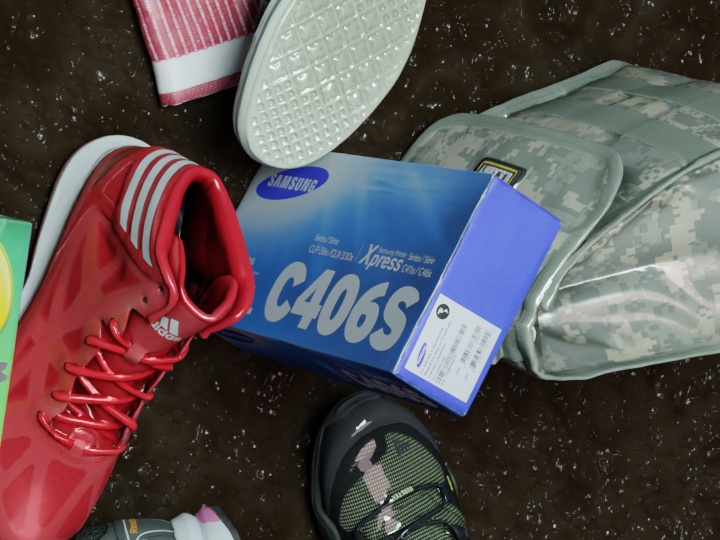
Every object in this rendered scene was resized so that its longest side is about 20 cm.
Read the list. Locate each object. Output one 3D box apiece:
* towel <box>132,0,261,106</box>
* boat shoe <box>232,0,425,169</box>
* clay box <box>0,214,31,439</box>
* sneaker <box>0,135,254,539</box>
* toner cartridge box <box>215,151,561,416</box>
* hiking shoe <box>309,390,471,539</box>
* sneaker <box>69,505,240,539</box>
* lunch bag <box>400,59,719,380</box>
[{"bbox_3d":[-0.052,-0.191,1.110,0.144,0.023,0.200,-20,106,-26],"label":"towel"},{"bbox_3d":[-0.008,-0.141,1.095,0.075,0.062,0.200,22,88,-31],"label":"boat shoe"},{"bbox_3d":[-0.193,0.070,1.006,0.048,0.115,0.200,6,94,-32],"label":"clay box"},{"bbox_3d":[-0.113,0.039,1.048,0.078,0.115,0.200,13,89,-31],"label":"sneaker"},{"bbox_3d":[0.000,0.000,1.060,0.043,0.200,0.095,34,79,-28],"label":"toner cartridge box"},{"bbox_3d":[0.042,0.151,1.161,0.076,0.101,0.200,-29,110,-25],"label":"hiking shoe"},{"bbox_3d":[-0.112,0.199,1.094,0.086,0.080,0.200,5,102,-14],"label":"sneaker"},{"bbox_3d":[0.106,-0.019,1.141,0.200,0.164,0.118,-22,112,-27],"label":"lunch bag"}]
